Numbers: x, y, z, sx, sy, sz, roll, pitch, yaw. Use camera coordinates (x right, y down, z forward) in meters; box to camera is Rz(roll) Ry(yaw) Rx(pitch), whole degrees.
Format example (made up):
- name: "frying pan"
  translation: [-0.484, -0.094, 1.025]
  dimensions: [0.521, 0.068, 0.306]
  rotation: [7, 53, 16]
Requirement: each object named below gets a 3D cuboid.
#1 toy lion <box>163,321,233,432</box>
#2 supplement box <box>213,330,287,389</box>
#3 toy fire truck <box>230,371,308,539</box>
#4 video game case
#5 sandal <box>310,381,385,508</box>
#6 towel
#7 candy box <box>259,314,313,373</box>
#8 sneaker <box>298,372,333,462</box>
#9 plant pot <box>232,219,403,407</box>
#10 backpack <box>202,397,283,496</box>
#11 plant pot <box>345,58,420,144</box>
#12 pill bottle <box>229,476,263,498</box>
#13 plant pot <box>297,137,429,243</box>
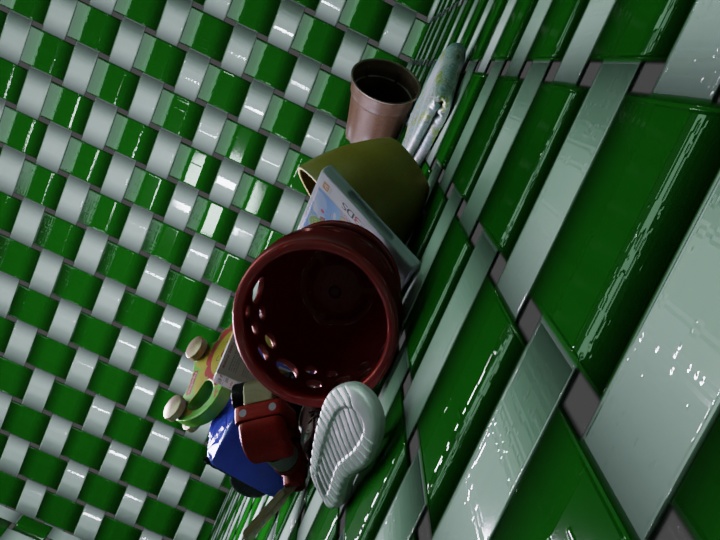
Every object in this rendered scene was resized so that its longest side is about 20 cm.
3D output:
- name: "toy lion"
  translation: [-0.255, 0.184, 1.575]
  dimensions: [0.189, 0.068, 0.203]
  rotation: [-18, 45, 41]
- name: "supplement box"
  translation: [-0.131, 0.160, 1.437]
  dimensions: [0.074, 0.197, 0.128]
  rotation: [125, 169, -65]
- name: "toy fire truck"
  translation: [-0.131, 0.279, 1.273]
  dimensions: [0.177, 0.126, 0.204]
  rotation: [59, -159, -56]
- name: "video game case"
  translation: [-0.017, -0.017, 1.196]
  dimensions: [0.022, 0.182, 0.201]
  rotation: [-32, -17, -35]
- name: "sandal"
  translation: [-0.008, 0.173, 0.889]
  dimensions: [0.049, 0.083, 0.204]
  rotation: [-18, -28, -31]
- name: "towel"
  translation: [0.129, -0.287, 1.557]
  dimensions: [0.201, 0.047, 0.173]
  rotation: [118, 170, -48]
- name: "candy box"
  translation: [-0.073, 0.069, 1.403]
  dimensions: [0.077, 0.166, 0.203]
  rotation: [117, 175, -62]
- name: "sneaker"
  translation: [-0.038, 0.175, 1.175]
  dimensions: [0.116, 0.074, 0.204]
  rotation: [-91, 14, -67]
- name: "plant pot"
  translation: [-0.038, 0.040, 1.057]
  dimensions: [0.203, 0.197, 0.183]
  rotation: [-65, -3, 18]
- name: "backpack"
  translation: [-0.176, 0.285, 1.544]
  dimensions: [0.169, 0.161, 0.200]
  rotation: [-54, 14, 0]
- name: "plant pot"
  translation: [0.048, -0.445, 2.389]
  dimensions: [0.200, 0.196, 0.202]
  rotation: [109, 180, -46]
- name: "pill bottle"
  translation: [-0.207, 0.371, 1.815]
  dimensions: [0.202, 0.110, 0.113]
  rotation: [-74, 9, -52]
- name: "plant pot"
  translation: [0.019, -0.115, 1.287]
  dimensions: [0.141, 0.201, 0.200]
  rotation: [-38, 2, -6]
